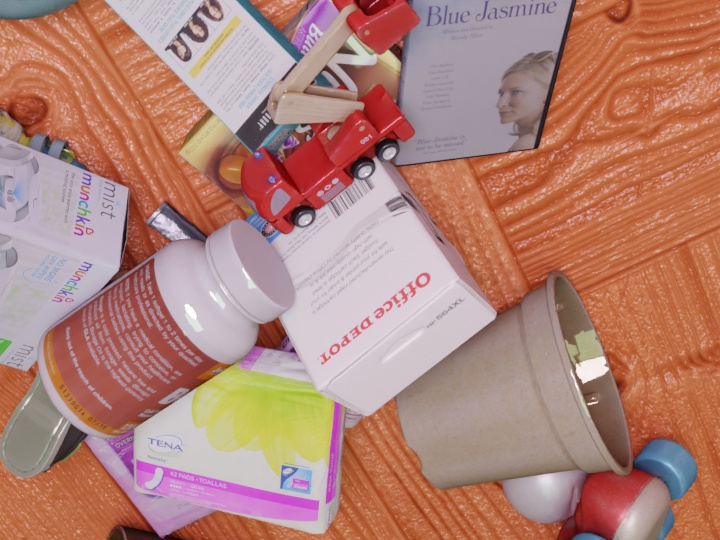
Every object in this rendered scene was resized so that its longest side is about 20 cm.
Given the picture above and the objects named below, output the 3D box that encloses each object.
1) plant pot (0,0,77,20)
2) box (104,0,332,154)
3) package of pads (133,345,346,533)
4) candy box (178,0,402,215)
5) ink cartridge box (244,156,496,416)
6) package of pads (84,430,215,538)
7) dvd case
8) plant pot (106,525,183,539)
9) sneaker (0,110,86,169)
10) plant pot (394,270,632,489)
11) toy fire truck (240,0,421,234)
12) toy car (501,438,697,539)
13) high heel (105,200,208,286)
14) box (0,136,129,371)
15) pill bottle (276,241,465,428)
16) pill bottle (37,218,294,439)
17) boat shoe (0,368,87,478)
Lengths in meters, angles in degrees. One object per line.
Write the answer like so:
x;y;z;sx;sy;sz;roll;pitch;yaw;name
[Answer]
-0.275;-0.282;0.777;0.199;0.134;0.201;-8;118;-15;plant pot
-0.123;-0.196;0.852;0.200;0.049;0.082;46;107;6;box
-0.113;0.144;0.934;0.199;0.068;0.155;9;109;13;package of pads
-0.055;-0.145;0.915;0.117;0.057;0.200;41;108;-18;candy box
0.000;0.000;0.864;0.146;0.200;0.084;-39;142;11;ink cartridge box
-0.205;0.171;1.044;0.120;0.076;0.200;-27;112;8;package of pads
0.103;-0.171;0.867;0.142;0.018;0.200;-8;142;-10;dvd case
-0.176;0.379;1.096;0.199;0.187;0.188;10;115;-22;plant pot
-0.318;-0.125;0.906;0.130;0.080;0.201;-2;124;2;sneaker
0.142;0.125;0.985;0.183;0.201;0.201;-21;114;21;plant pot
-0.027;-0.125;0.799;0.200;0.049;0.141;-37;145;8;toy fire truck
0.214;0.243;1.067;0.200;0.184;0.177;32;141;26;toy car
-0.197;0.050;0.987;0.142;0.071;0.200;40;99;-11;high heel
-0.324;-0.018;0.871;0.176;0.097;0.200;23;136;-31;box
0.009;0.046;0.973;0.112;0.112;0.200;33;109;-15;pill bottle
-0.157;0.046;0.831;0.200;0.112;0.112;-32;111;16;pill bottle
-0.263;0.103;0.949;0.072;0.061;0.202;38;98;12;boat shoe
